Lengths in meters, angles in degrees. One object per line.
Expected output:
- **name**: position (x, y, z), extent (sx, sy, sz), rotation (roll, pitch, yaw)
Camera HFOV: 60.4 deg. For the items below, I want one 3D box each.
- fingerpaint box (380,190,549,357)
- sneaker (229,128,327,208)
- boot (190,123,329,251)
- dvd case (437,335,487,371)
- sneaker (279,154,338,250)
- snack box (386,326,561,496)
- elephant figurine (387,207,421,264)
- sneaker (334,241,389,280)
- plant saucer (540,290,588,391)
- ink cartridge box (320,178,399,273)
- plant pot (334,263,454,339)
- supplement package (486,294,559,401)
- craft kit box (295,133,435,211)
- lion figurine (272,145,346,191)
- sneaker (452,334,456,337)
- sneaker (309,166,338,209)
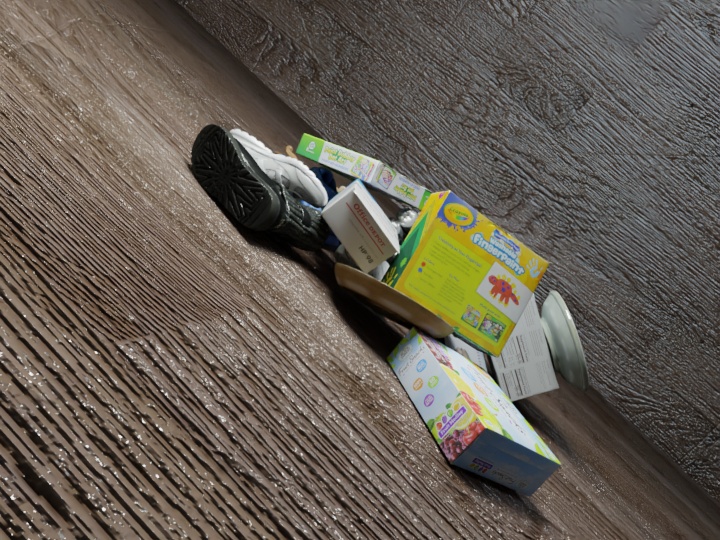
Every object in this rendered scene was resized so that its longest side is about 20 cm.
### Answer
- **fingerpaint box**: position (0.154, 0.006, 0.927), extent (0.200, 0.167, 0.073), rotation (32, -7, -16)
- **sneaker**: position (-0.145, -0.145, 1.000), extent (0.200, 0.082, 0.075), rotation (29, -17, 11)
- **boot**: position (-0.149, -0.117, 0.920), extent (0.211, 0.079, 0.158), rotation (53, 17, 24)
- **dvd case**: position (0.179, 0.127, 1.111), extent (0.200, 0.017, 0.143), rotation (26, 49, -56)
- **sneaker**: position (-0.104, -0.116, 1.068), extent (0.200, 0.082, 0.074), rotation (44, 9, 3)
- **snack box**: position (0.144, 0.183, 0.816), extent (0.168, 0.068, 0.200), rotation (32, 15, -34)
- **elephant figurine**: position (0.093, -0.039, 1.220), extent (0.141, 0.156, 0.200), rotation (2, -13, -2)
- **sneaker**: position (0.000, 0.000, 1.086), extent (0.084, 0.073, 0.200), rotation (0, 37, -17)
- **plant saucer**: position (0.385, 0.141, 1.203), extent (0.200, 0.050, 0.201), rotation (-17, 90, -82)
- **ink cartridge box**: position (0.001, -0.070, 0.956), extent (0.116, 0.067, 0.200), rotation (54, 9, -9)
- **plant pot**: position (0.043, 0.051, 0.905), extent (0.200, 0.028, 0.200), rotation (30, -6, 3)
- **supplement package**: position (0.302, 0.131, 1.238), extent (0.156, 0.110, 0.201), rotation (-79, 152, -77)
- **craft kit box**: position (0.013, -0.180, 1.154), extent (0.200, 0.049, 0.197), rotation (28, 4, 38)
- **lion figurine**: position (-0.124, -0.213, 1.450), extent (0.199, 0.073, 0.123), rotation (25, 28, -12)
- **sneaker**: position (0.139, 0.039, 0.989), extent (0.200, 0.096, 0.079), rotation (30, 13, -16)
- **sneaker**: position (-0.105, -0.172, 1.220), extent (0.200, 0.105, 0.076), rotation (49, 14, 31)
